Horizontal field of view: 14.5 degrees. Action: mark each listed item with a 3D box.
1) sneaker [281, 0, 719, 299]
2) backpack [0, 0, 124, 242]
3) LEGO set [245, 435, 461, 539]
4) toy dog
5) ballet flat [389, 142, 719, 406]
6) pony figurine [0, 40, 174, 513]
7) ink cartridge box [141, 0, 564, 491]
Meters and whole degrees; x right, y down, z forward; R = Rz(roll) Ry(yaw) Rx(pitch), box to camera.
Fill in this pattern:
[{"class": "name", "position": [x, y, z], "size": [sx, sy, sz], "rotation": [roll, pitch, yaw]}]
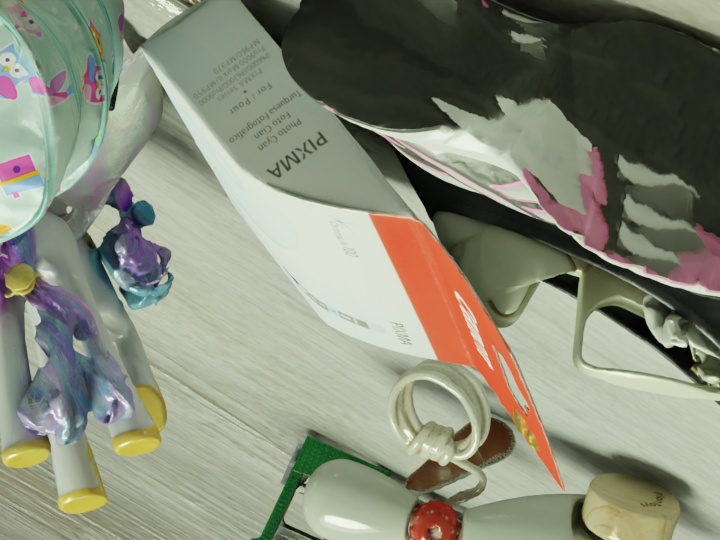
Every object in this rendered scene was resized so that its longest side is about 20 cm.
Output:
[{"class": "sneaker", "position": [0.076, -0.049, 0.981], "size": [0.200, 0.080, 0.086], "rotation": [30, 179, 21]}, {"class": "backpack", "position": [-0.191, -0.075, 1.100], "size": [0.200, 0.127, 0.167], "rotation": [-3, 125, 9]}, {"class": "LEGO set", "position": [-0.001, 0.206, 1.746], "size": [0.200, 0.154, 0.116], "rotation": [18, 138, -5]}, {"class": "toy dog", "position": [0.080, 0.131, 1.491], "size": [0.200, 0.132, 0.096], "rotation": [35, -164, 1]}, {"class": "ballet flat", "position": [0.087, 0.001, 1.104], "size": [0.200, 0.073, 0.073], "rotation": [28, 165, 1]}, {"class": "pony figurine", "position": [-0.148, -0.008, 1.269], "size": [0.166, 0.200, 0.193], "rotation": [-17, 162, 4]}, {"class": "ink cartridge box", "position": [0.000, 0.000, 1.132], "size": [0.200, 0.047, 0.160], "rotation": [53, 175, 25]}]
